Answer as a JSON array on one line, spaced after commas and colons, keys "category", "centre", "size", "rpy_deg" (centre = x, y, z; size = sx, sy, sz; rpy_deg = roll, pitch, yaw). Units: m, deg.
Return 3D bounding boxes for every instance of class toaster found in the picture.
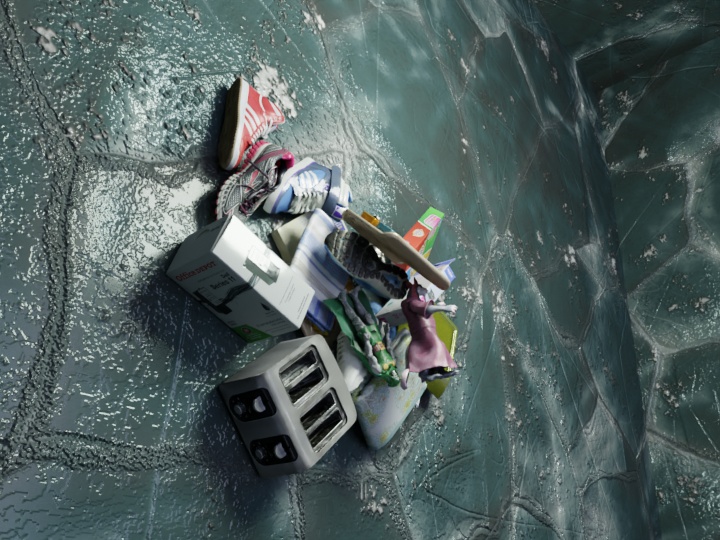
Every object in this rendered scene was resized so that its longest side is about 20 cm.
[{"category": "toaster", "centre": [-0.115, 0.226, 0.999], "size": [0.199, 0.117, 0.184], "rpy_deg": [-32, 101, -51]}]

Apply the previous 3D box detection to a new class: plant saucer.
[{"category": "plant saucer", "centre": [0.165, 0.159, 1.353], "size": [0.200, 0.047, 0.203], "rpy_deg": [46, 43, -32]}]

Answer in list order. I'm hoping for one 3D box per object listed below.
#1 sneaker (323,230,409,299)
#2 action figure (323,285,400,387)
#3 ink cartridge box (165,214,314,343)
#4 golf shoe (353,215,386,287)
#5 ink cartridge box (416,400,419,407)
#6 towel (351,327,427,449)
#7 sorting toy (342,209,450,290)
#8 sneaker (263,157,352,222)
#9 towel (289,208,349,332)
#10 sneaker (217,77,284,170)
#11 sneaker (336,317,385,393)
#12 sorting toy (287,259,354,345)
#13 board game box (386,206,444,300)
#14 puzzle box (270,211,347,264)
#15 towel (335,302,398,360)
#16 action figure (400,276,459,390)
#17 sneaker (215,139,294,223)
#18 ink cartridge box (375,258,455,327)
[{"category": "sneaker", "centre": [0.000, 0.000, 1.130], "size": [0.199, 0.089, 0.079], "rpy_deg": [38, 60, -25]}, {"category": "action figure", "centre": [0.020, 0.127, 1.091], "size": [0.117, 0.055, 0.202], "rpy_deg": [-15, 71, -46]}, {"category": "ink cartridge box", "centre": [-0.197, 0.020, 0.958], "size": [0.200, 0.145, 0.084], "rpy_deg": [45, 47, -28]}, {"category": "golf shoe", "centre": [0.017, -0.041, 1.268], "size": [0.096, 0.076, 0.201], "rpy_deg": [62, 29, -28]}, {"category": "ink cartridge box", "centre": [0.119, 0.209, 1.349], "size": [0.100, 0.039, 0.202], "rpy_deg": [51, 42, -26]}, {"category": "towel", "centre": [0.060, 0.240, 1.182], "size": [0.200, 0.048, 0.173], "rpy_deg": [-47, 135, -32]}, {"category": "sorting toy", "centre": [0.069, -0.048, 1.124], "size": [0.184, 0.199, 0.037], "rpy_deg": [38, 88, -32]}, {"category": "sneaker", "centre": [-0.089, -0.142, 1.162], "size": [0.145, 0.081, 0.201], "rpy_deg": [35, 39, 2]}, {"category": "towel", "centre": [-0.073, -0.002, 1.117], "size": [0.147, 0.023, 0.203], "rpy_deg": [47, 49, -36]}, {"category": "sneaker", "centre": [-0.206, -0.264, 1.114], "size": [0.111, 0.071, 0.204], "rpy_deg": [25, 55, -38]}, {"category": "sneaker", "centre": [-0.017, 0.158, 1.126], "size": [0.080, 0.076, 0.201], "rpy_deg": [38, 42, -12]}, {"category": "sorting toy", "centre": [-0.069, 0.046, 1.154], "size": [0.185, 0.036, 0.203], "rpy_deg": [-44, 122, -48]}, {"category": "board game box", "centre": [0.123, -0.039, 1.370], "size": [0.040, 0.155, 0.200], "rpy_deg": [27, 41, 14]}, {"category": "puzzle box", "centre": [-0.091, -0.057, 1.209], "size": [0.199, 0.025, 0.135], "rpy_deg": [-37, 105, -50]}, {"category": "towel", "centre": [0.017, 0.165, 1.235], "size": [0.112, 0.048, 0.201], "rpy_deg": [55, 42, -19]}, {"category": "action figure", "centre": [0.115, 0.113, 1.110], "size": [0.134, 0.146, 0.203], "rpy_deg": [74, -4, -73]}, {"category": "sneaker", "centre": [-0.192, -0.149, 1.045], "size": [0.203, 0.073, 0.081], "rpy_deg": [-64, 158, -20]}, {"category": "ink cartridge box", "centre": [0.127, 0.049, 1.265], "size": [0.042, 0.118, 0.200], "rpy_deg": [55, 48, -12]}]
